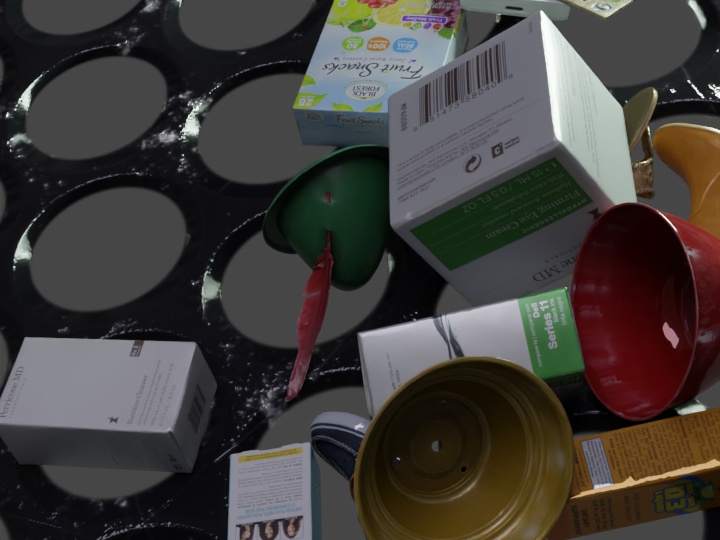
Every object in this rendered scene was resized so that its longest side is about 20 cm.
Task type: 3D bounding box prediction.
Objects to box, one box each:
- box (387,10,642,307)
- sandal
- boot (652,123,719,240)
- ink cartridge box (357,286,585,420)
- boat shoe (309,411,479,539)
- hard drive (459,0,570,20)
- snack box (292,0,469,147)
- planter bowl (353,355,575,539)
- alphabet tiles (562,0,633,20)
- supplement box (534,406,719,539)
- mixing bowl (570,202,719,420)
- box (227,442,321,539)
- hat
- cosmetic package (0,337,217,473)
[{"bbox_3d":[0.152,-0.106,1.483,0.198,0.171,0.201,-26,42,27],"label":"box"},{"bbox_3d":[0.276,-0.087,1.555,0.213,0.069,0.078,-59,18,-14],"label":"sandal"},{"bbox_3d":[0.354,-0.064,1.499,0.200,0.071,0.144,29,61,29],"label":"boot"},{"bbox_3d":[0.104,0.085,1.375,0.198,0.147,0.084,-12,79,4],"label":"ink cartridge box"},{"bbox_3d":[0.015,0.205,1.353,0.199,0.071,0.091,25,55,30],"label":"boat shoe"},{"bbox_3d":[0.188,-0.376,1.811,0.131,0.027,0.201,6,41,-1],"label":"hard drive"},{"bbox_3d":[0.028,-0.236,1.745,0.167,0.068,0.201,4,52,17],"label":"snack box"},{"bbox_3d":[0.077,0.161,1.264,0.199,0.202,0.083,-28,19,-10],"label":"planter bowl"},{"bbox_3d":[0.260,-0.375,1.795,0.199,0.008,0.167,31,47,27],"label":"alphabet tiles"},{"bbox_3d":[0.255,0.181,1.312,0.198,0.067,0.069,-15,47,3],"label":"supplement box"},{"bbox_3d":[0.293,0.038,1.368,0.108,0.201,0.201,0,41,-25],"label":"mixing bowl"},{"bbox_3d":[-0.078,0.258,1.349,0.082,0.049,0.201,-9,48,8],"label":"box"},{"bbox_3d":[0.000,0.000,1.515,0.165,0.200,0.177,-1,52,-38],"label":"hat"},{"bbox_3d":[-0.258,0.135,1.486,0.198,0.081,0.114,0,51,15],"label":"cosmetic package"}]
